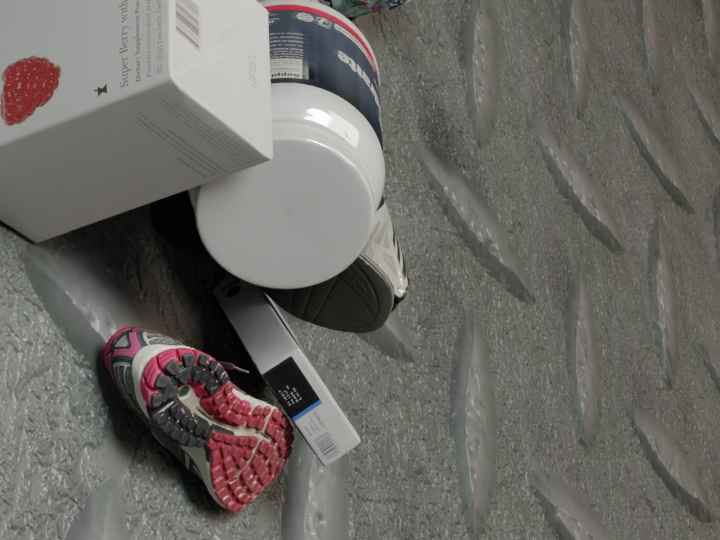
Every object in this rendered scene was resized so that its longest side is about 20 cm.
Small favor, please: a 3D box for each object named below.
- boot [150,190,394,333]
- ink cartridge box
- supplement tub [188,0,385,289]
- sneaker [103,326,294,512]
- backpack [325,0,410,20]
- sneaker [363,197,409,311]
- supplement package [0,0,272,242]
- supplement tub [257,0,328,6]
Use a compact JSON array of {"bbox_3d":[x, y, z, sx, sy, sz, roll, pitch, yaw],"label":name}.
[{"bbox_3d":[-0.048,-0.030,1.577,0.074,0.203,0.154,-68,169,19],"label":"boot"},{"bbox_3d":[-0.064,0.063,1.558,0.100,0.039,0.200,57,-1,-28],"label":"ink cartridge box"},{"bbox_3d":[-0.053,-0.093,1.445,0.141,0.140,0.201,55,18,-30],"label":"supplement tub"},{"bbox_3d":[-0.113,0.102,1.461,0.081,0.074,0.200,-48,141,-14],"label":"sneaker"},{"bbox_3d":[0.030,-0.327,1.882,0.126,0.199,0.168,19,55,-59],"label":"backpack"},{"bbox_3d":[0.000,0.000,1.747,0.116,0.075,0.201,60,25,-18],"label":"sneaker"},{"bbox_3d":[-0.173,-0.118,1.334,0.120,0.199,0.122,36,43,-51],"label":"supplement package"},{"bbox_3d":[-0.078,-0.203,1.693,0.200,0.106,0.107,50,33,-36],"label":"supplement tub"}]
